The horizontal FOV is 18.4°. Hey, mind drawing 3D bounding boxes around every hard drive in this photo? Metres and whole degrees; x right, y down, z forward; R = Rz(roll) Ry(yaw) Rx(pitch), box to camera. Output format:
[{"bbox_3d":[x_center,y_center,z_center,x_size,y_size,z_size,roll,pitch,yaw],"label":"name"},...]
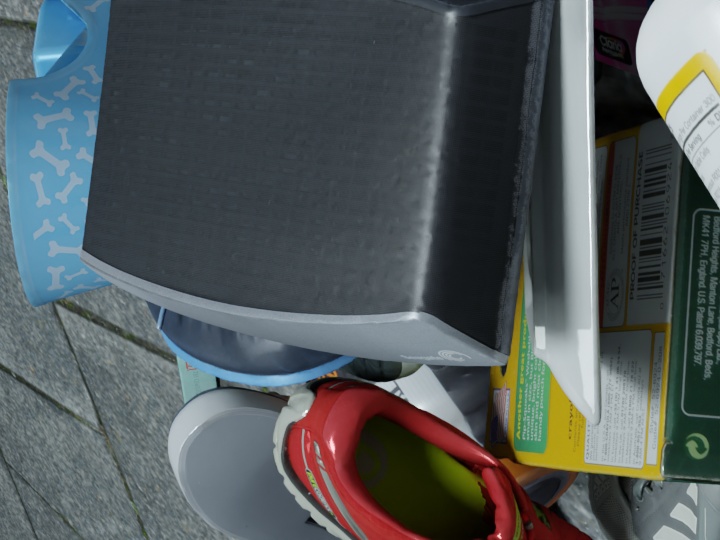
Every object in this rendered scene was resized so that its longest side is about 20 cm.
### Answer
[{"bbox_3d":[-0.024,-0.041,0.759,0.200,0.042,0.135,10,93,47],"label":"hard drive"}]

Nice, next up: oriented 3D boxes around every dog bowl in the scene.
[{"bbox_3d":[-0.130,-0.070,1.048,0.200,0.049,0.112,-91,-2,-48],"label":"dog bowl"}]

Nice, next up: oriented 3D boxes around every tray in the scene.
[{"bbox_3d":[0.065,-0.056,0.751,0.107,0.022,0.200,-79,-13,-78],"label":"tray"}]

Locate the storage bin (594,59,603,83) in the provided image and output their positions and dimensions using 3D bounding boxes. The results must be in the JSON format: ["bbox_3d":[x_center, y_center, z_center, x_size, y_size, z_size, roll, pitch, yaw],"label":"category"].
[{"bbox_3d":[0.007,-0.124,0.887,0.146,0.134,0.200,4,119,67],"label":"storage bin"}]

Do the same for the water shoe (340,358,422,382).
[{"bbox_3d":[0.000,0.000,0.975,0.072,0.079,0.200,59,165,-22],"label":"water shoe"}]

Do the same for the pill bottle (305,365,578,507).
[{"bbox_3d":[0.024,0.036,1.074,0.200,0.106,0.106,55,158,23],"label":"pill bottle"}]

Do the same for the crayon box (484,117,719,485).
[{"bbox_3d":[0.103,0.014,0.839,0.200,0.051,0.126,170,105,-75],"label":"crayon box"}]

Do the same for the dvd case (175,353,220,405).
[{"bbox_3d":[-0.086,-0.042,1.071,0.146,0.022,0.200,93,169,-68],"label":"dvd case"}]

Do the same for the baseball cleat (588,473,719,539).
[{"bbox_3d":[0.135,0.086,0.899,0.106,0.070,0.200,35,146,31],"label":"baseball cleat"}]

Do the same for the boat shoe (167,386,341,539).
[{"bbox_3d":[-0.040,0.095,1.100,0.065,0.074,0.200,53,-174,36],"label":"boat shoe"}]

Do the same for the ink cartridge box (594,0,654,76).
[{"bbox_3d":[0.100,-0.157,0.765,0.095,0.037,0.200,32,141,57],"label":"ink cartridge box"}]

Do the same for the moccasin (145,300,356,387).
[{"bbox_3d":[-0.064,-0.016,0.882,0.200,0.080,0.068,34,140,54],"label":"moccasin"}]

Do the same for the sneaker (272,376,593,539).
[{"bbox_3d":[0.050,0.115,0.897,0.200,0.077,0.085,36,165,-11],"label":"sneaker"}]

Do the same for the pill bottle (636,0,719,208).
[{"bbox_3d":[0.152,-0.047,0.666,0.200,0.104,0.104,60,159,12],"label":"pill bottle"}]
